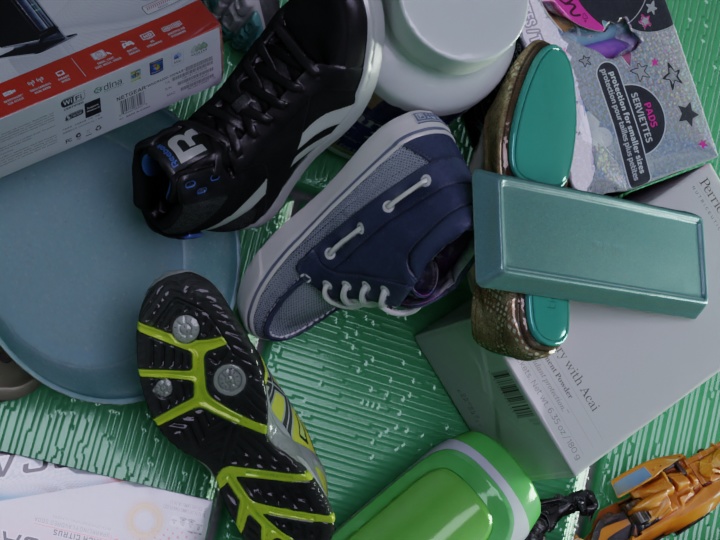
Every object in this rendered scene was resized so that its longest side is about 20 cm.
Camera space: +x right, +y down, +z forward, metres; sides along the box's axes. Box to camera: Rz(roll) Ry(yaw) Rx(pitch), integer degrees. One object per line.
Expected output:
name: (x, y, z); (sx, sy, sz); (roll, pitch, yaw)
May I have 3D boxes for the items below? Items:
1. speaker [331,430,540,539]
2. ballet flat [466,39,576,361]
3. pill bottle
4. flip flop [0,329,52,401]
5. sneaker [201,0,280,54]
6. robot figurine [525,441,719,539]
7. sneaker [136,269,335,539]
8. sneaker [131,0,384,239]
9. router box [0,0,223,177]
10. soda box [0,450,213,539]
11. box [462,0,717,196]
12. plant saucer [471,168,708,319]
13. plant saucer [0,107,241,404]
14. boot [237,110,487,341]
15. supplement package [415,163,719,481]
speaker: (0.020, 0.190, 1.264); (0.200, 0.088, 0.089); (-38, 96, -20)
ballet flat: (0.091, -0.043, 1.217); (0.070, 0.065, 0.201); (21, 67, -42)
pill bottle: (0.031, -0.142, 1.248); (0.111, 0.200, 0.111); (3, 79, -17)
flip flop: (-0.263, -0.003, 1.202); (0.081, 0.058, 0.200); (-44, 95, -19)
sneaker: (-0.071, -0.240, 1.297); (0.091, 0.078, 0.201); (-15, 90, -25)
robot figurine: (0.187, 0.195, 1.322); (0.200, 0.058, 0.145); (-24, 74, -27)
sneaker: (-0.081, 0.087, 1.230); (0.075, 0.076, 0.200); (-22, 110, 5)
sneaker: (-0.067, -0.089, 1.173); (0.112, 0.200, 0.073); (-18, 58, -47)
router box: (-0.212, -0.146, 1.195); (0.200, 0.049, 0.180); (-26, 56, -21)
soda box: (-0.194, 0.150, 1.205); (0.199, 0.064, 0.069); (15, 78, -18)
box: (0.135, -0.143, 1.324); (0.114, 0.132, 0.201); (-20, 90, -20)
plant saucer: (0.144, -0.015, 1.202); (0.200, 0.019, 0.070); (8, 75, -40)
plant saucer: (-0.165, -0.016, 1.229); (0.200, 0.036, 0.201); (8, 78, -37)
boot: (0.000, 0.000, 1.221); (0.073, 0.200, 0.090); (3, 48, -42)
supplement package: (0.162, 0.036, 1.315); (0.200, 0.120, 0.121); (-33, 93, -20)
